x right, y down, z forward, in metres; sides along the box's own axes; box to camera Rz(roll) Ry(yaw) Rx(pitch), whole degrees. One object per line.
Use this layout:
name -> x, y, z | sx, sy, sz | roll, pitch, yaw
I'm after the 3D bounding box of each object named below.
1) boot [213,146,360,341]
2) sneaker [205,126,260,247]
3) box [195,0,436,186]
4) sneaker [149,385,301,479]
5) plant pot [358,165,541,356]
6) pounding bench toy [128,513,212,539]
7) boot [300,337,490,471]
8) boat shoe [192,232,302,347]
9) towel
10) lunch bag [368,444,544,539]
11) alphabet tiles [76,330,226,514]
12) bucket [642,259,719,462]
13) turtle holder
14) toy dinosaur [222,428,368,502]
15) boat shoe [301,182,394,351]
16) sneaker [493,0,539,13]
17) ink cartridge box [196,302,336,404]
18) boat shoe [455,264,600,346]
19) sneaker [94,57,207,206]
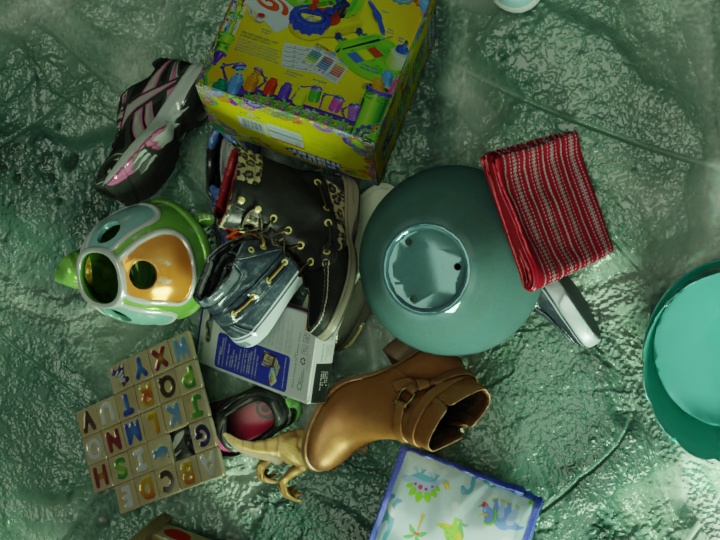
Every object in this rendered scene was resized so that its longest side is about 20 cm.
boot -> -0.079, -0.033, 1.460 | 0.149, 0.073, 0.202 | 19, 58, -21
sneaker -> -0.144, -0.075, 1.571 | 0.074, 0.078, 0.203 | -12, 92, 13
box -> -0.042, -0.226, 1.484 | 0.198, 0.122, 0.195 | 19, 75, 10
sneaker -> -0.163, 0.183, 1.592 | 0.199, 0.084, 0.077 | -31, 87, 12
plant pot -> 0.081, -0.006, 1.424 | 0.197, 0.135, 0.203 | 1, 94, 16
pounding bench toy -> -0.216, 0.374, 1.559 | 0.154, 0.200, 0.126 | 19, 98, 9
boot -> 0.039, 0.165, 1.499 | 0.199, 0.155, 0.077 | -40, 125, -11
boat shoe -> -0.100, -0.021, 1.521 | 0.070, 0.091, 0.202 | 10, 63, 46
towel -> 0.198, -0.066, 1.445 | 0.022, 0.199, 0.146 | -18, 92, 36
lunch bag -> 0.094, 0.307, 1.528 | 0.168, 0.127, 0.202 | 19, 107, 10
alphabet tiles -> -0.248, 0.181, 1.607 | 0.198, 0.008, 0.169 | -24, 76, 31
bucket -> 0.389, 0.089, 1.445 | 0.204, 0.135, 0.210 | 1, 94, 11
turtle holder -> -0.256, -0.013, 1.560 | 0.185, 0.131, 0.142 | 32, 121, 30
toy dinosaur -> -0.088, 0.202, 1.567 | 0.060, 0.198, 0.107 | 49, 130, 45
boat shoe -> -0.002, -0.001, 1.558 | 0.072, 0.060, 0.203 | 34, 101, 38
sneaker -> 0.197, -0.365, 1.452 | 0.079, 0.130, 0.202 | 29, 99, 9
ink cartridge box -> -0.109, 0.079, 1.571 | 0.198, 0.037, 0.096 | 15, 99, 41
boat shoe -> 0.171, 0.017, 1.516 | 0.091, 0.071, 0.201 | -40, 82, 17
sneaker -> -0.242, -0.159, 1.565 | 0.086, 0.081, 0.201 | 21, 57, 22
